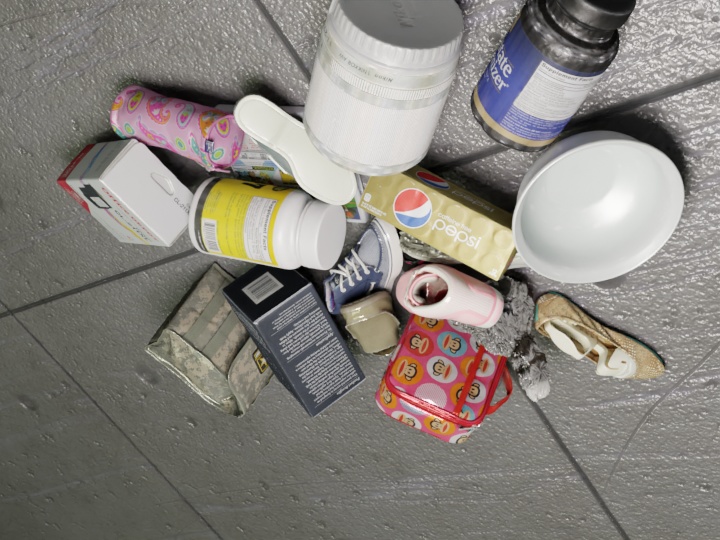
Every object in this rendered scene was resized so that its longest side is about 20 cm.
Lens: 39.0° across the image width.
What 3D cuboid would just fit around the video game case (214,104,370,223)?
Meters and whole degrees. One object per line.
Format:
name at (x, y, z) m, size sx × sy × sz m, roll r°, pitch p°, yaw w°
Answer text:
video game case at (-0.096, -0.150, 1.430) m, size 0.200 × 0.022 × 0.182 m, roll 6°, pitch 132°, yaw 26°

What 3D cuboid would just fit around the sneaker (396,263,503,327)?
sneaker at (0.087, 0.023, 1.333) m, size 0.105 × 0.075 × 0.200 m, roll 18°, pitch 179°, yaw -34°

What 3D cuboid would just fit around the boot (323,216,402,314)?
boot at (0.000, 0.000, 1.429) m, size 0.073 × 0.090 × 0.200 m, roll 61°, pitch 162°, yaw 26°

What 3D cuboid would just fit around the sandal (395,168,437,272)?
sandal at (0.077, -0.051, 1.402) m, size 0.075 × 0.045 × 0.200 m, roll 14°, pitch 136°, yaw 17°

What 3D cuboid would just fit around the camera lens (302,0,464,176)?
camera lens at (0.024, -0.222, 1.180) m, size 0.160 × 0.160 × 0.200 m, roll 26°, pitch 139°, yaw 7°

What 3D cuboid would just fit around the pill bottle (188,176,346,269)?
pill bottle at (-0.129, -0.064, 1.430) m, size 0.200 × 0.114 × 0.114 m, roll 11°, pitch 135°, yaw 21°

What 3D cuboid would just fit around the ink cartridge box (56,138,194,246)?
ink cartridge box at (-0.345, -0.114, 1.508) m, size 0.146 × 0.083 × 0.200 m, roll 47°, pitch 159°, yaw -26°

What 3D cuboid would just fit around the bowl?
bowl at (0.267, -0.089, 1.190) m, size 0.201 × 0.090 × 0.201 m, roll -3°, pitch 129°, yaw -4°

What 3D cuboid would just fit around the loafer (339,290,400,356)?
loafer at (0.024, 0.081, 1.479) m, size 0.076 × 0.068 × 0.200 m, roll -22°, pitch 164°, yaw 8°

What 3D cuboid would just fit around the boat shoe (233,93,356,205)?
boat shoe at (-0.086, -0.164, 1.364) m, size 0.200 × 0.073 × 0.062 m, roll 38°, pitch -178°, yaw -18°

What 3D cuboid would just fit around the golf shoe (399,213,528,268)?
golf shoe at (0.152, -0.024, 1.345) m, size 0.200 × 0.078 × 0.097 m, roll 1°, pitch 145°, yaw 16°

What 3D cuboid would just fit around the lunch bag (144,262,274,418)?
lunch bag at (-0.219, 0.119, 1.657) m, size 0.200 × 0.164 × 0.118 m, roll 41°, pitch 140°, yaw -11°

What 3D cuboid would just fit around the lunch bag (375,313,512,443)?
lunch bag at (0.131, 0.143, 1.442) m, size 0.176 × 0.200 × 0.082 m, roll 25°, pitch 140°, yaw 4°

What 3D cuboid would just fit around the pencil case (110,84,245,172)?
pencil case at (-0.252, -0.197, 1.407) m, size 0.200 × 0.087 × 0.088 m, roll 21°, pitch 139°, yaw 29°

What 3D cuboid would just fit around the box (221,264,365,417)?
box at (-0.102, 0.099, 1.563) m, size 0.148 × 0.107 × 0.200 m, roll 36°, pitch 157°, yaw 57°

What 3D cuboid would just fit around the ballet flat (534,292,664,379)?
ballet flat at (0.320, 0.107, 1.392) m, size 0.200 × 0.065 × 0.071 m, roll 30°, pitch 140°, yaw 2°

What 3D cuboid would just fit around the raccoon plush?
raccoon plush at (0.166, 0.092, 1.396) m, size 0.134 × 0.097 × 0.200 m, roll -19°, pitch 81°, yaw 55°

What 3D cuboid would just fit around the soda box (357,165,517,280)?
soda box at (0.103, -0.069, 1.259) m, size 0.200 × 0.064 × 0.068 m, roll 28°, pitch 113°, yaw 11°

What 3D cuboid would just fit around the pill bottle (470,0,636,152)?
pill bottle at (0.207, -0.231, 1.097) m, size 0.112 × 0.112 × 0.200 m, roll 31°, pitch 139°, yaw 1°
